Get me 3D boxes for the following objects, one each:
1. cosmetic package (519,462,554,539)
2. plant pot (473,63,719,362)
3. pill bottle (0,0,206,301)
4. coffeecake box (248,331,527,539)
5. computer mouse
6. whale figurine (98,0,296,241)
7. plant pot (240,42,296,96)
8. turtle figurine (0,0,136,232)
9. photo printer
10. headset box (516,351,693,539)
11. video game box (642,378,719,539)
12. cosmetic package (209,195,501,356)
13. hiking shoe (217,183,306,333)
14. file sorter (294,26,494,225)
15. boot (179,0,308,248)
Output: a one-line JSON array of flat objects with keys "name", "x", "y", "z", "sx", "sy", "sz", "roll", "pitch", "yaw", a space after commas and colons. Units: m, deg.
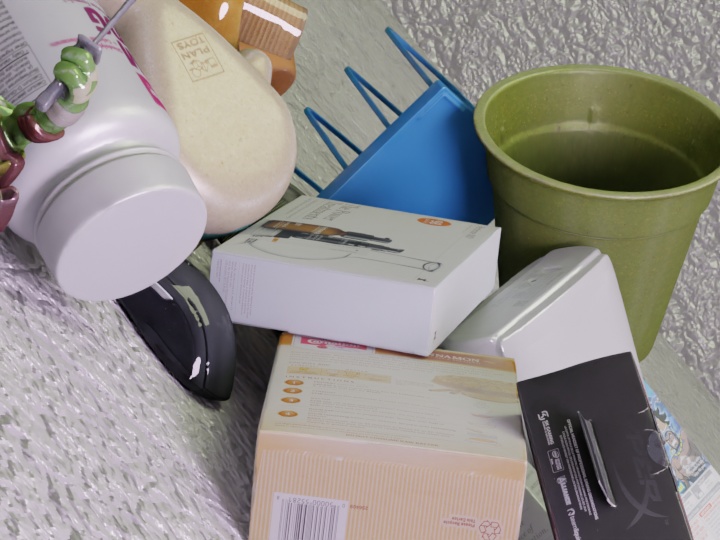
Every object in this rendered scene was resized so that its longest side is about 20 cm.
[{"name": "cosmetic package", "x": 0.054, "y": 0.142, "z": 1.510, "sx": 0.200, "sy": 0.102, "sz": 0.074, "roll": 48, "pitch": 10, "yaw": 5}, {"name": "plant pot", "x": 0.176, "y": -0.029, "z": 1.742, "sx": 0.200, "sy": 0.190, "sz": 0.200, "roll": 4, "pitch": 34, "yaw": -2}, {"name": "pill bottle", "x": -0.175, "y": -0.086, "z": 1.321, "sx": 0.200, "sy": 0.113, "sz": 0.113, "roll": 57, "pitch": 14, "yaw": 28}, {"name": "coffeecake box", "x": 0.018, "y": 0.105, "z": 1.364, "sx": 0.153, "sy": 0.073, "sz": 0.200, "roll": 6, "pitch": 15, "yaw": 0}, {"name": "computer mouse", "x": -0.144, "y": -0.009, "z": 1.402, "sx": 0.200, "sy": 0.046, "sz": 0.140, "roll": 53, "pitch": 11, "yaw": 20}, {"name": "whale figurine", "x": -0.130, "y": -0.113, "z": 1.512, "sx": 0.159, "sy": 0.104, "sz": 0.200, "roll": -26, "pitch": 87, "yaw": -40}, {"name": "plant pot", "x": -0.137, "y": -0.182, "z": 1.699, "sx": 0.140, "sy": 0.200, "sz": 0.200, "roll": 69, "pitch": 15, "yaw": 10}, {"name": "turtle figurine", "x": -0.214, "y": -0.100, "z": 1.155, "sx": 0.144, "sy": 0.200, "sz": 0.194, "roll": 32, "pitch": 22, "yaw": -4}, {"name": "photo printer", "x": 0.140, "y": 0.105, "z": 1.614, "sx": 0.166, "sy": 0.069, "sz": 0.200, "roll": -35, "pitch": 115, "yaw": -46}, {"name": "headset box", "x": 0.152, "y": 0.156, "z": 1.329, "sx": 0.200, "sy": 0.075, "sz": 0.149, "roll": 71, "pitch": 4, "yaw": -50}, {"name": "video game box", "x": 0.197, "y": 0.194, "z": 1.719, "sx": 0.200, "sy": 0.047, "sz": 0.182, "roll": -38, "pitch": 91, "yaw": -40}, {"name": "cosmetic package", "x": 0.000, "y": 0.000, "z": 1.524, "sx": 0.151, "sy": 0.052, "sz": 0.200, "roll": 11, "pitch": 15, "yaw": 13}, {"name": "hiking shoe", "x": -0.042, "y": 0.005, "z": 1.666, "sx": 0.200, "sy": 0.076, "sz": 0.101, "roll": 47, "pitch": 8, "yaw": -9}, {"name": "file sorter", "x": 0.010, "y": -0.073, "z": 1.814, "sx": 0.139, "sy": 0.200, "sz": 0.123, "roll": 38, "pitch": 13, "yaw": -43}, {"name": "boot", "x": -0.137, "y": -0.126, "z": 1.587, "sx": 0.144, "sy": 0.201, "sz": 0.071, "roll": 20, "pitch": 13, "yaw": -13}]
